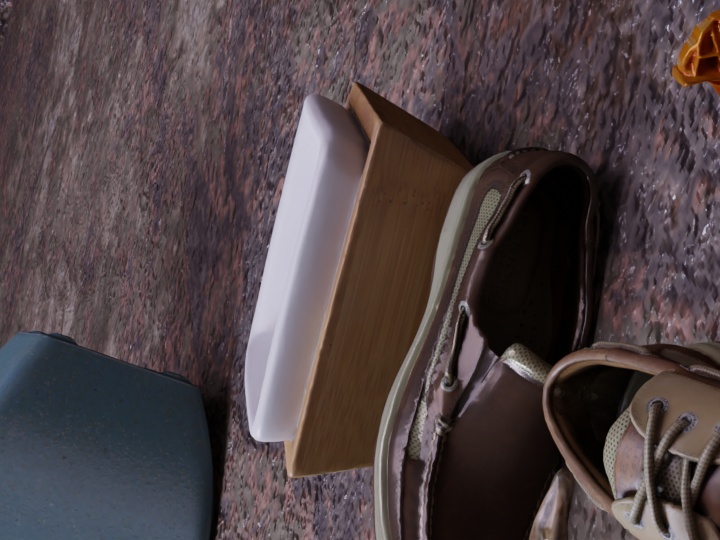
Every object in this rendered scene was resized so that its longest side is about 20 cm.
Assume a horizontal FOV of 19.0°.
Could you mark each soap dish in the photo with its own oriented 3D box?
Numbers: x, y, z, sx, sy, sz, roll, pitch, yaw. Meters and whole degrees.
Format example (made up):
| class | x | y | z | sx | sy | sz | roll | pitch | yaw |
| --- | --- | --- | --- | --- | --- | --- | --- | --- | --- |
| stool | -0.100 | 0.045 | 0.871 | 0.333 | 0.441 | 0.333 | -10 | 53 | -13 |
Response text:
| class | x | y | z | sx | sy | sz | roll | pitch | yaw |
| --- | --- | --- | --- | --- | --- | --- | --- | --- | --- |
| soap dish | 0.000 | 0.000 | 1.003 | 0.200 | 0.081 | 0.158 | -107 | 31 | -80 |

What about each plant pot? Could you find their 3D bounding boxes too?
| class | x | y | z | sx | sy | sz | roll | pitch | yaw |
| --- | --- | --- | --- | --- | --- | --- | --- | --- | --- |
| plant pot | -0.201 | 0.150 | 1.445 | 0.196 | 0.195 | 0.201 | 180 | 109 | -73 |

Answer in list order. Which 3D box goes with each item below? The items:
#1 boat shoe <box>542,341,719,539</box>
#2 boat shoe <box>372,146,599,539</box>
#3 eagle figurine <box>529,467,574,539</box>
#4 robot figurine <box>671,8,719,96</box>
| class | x | y | z | sx | sy | sz | roll | pitch | yaw |
| --- | --- | --- | --- | --- | --- | --- | --- | --- | --- |
| boat shoe | 0.110 | 0.067 | 0.663 | 0.200 | 0.073 | 0.076 | -150 | 72 | -72 |
| boat shoe | 0.055 | 0.046 | 0.864 | 0.075 | 0.074 | 0.204 | 164 | 116 | -65 |
| eagle figurine | 0.103 | 0.177 | 0.586 | 0.200 | 0.151 | 0.152 | 36 | 162 | 40 |
| robot figurine | 0.162 | -0.123 | 0.639 | 0.145 | 0.058 | 0.201 | -111 | 35 | -59 |
